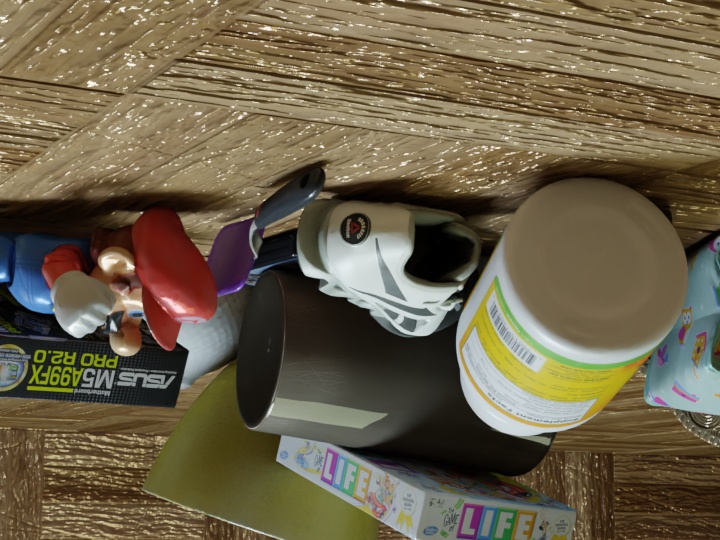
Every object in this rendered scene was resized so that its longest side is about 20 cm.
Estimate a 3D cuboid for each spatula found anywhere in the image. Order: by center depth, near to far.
[{"bbox_3d":[-0.060,-0.026,1.015,0.020,0.057,0.200,23,158,-13],"label":"spatula"}]

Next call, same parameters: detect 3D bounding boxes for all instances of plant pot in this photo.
[{"bbox_3d":[-0.062,0.143,1.362,0.198,0.143,0.200,19,172,3],"label":"plant pot"}]

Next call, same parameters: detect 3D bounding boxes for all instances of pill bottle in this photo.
[{"bbox_3d":[0.120,0.033,1.023,0.110,0.112,0.200,2,157,-8],"label":"pill bottle"}]

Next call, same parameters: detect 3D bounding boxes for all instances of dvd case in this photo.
[{"bbox_3d":[0.000,0.000,1.234,0.198,0.018,0.142,5,170,-32],"label":"dvd case"}]

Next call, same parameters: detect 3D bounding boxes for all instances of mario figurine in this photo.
[{"bbox_3d":[-0.187,0.018,1.053,0.198,0.124,0.107,5,129,13],"label":"mario figurine"}]

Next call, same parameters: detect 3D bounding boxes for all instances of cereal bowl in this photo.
[{"bbox_3d":[-0.184,0.054,1.374,0.198,0.084,0.200,0,171,0],"label":"cereal bowl"}]

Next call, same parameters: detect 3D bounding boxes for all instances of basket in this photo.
[{"bbox_3d":[0.021,0.068,1.193,0.198,0.138,0.180,8,-173,-21],"label":"basket"}]

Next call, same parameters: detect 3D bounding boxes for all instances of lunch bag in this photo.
[{"bbox_3d":[0.320,0.046,1.178,0.198,0.123,0.170,7,168,-4],"label":"lunch bag"}]

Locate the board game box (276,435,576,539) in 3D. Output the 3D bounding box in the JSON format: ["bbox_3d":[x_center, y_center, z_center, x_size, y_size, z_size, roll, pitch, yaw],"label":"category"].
[{"bbox_3d":[0.044,0.156,1.208,0.133,0.035,0.199,11,-176,-32],"label":"board game box"}]

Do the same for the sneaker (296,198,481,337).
[{"bbox_3d":[0.046,0.000,1.058,0.088,0.075,0.199,-2,171,28],"label":"sneaker"}]

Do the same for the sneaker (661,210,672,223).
[{"bbox_3d":[0.165,0.004,1.104,0.077,0.067,0.200,1,171,1],"label":"sneaker"}]

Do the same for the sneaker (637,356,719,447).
[{"bbox_3d":[0.274,0.077,1.341,0.112,0.072,0.200,7,-153,-50],"label":"sneaker"}]

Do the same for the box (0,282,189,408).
[{"bbox_3d":[-0.236,0.038,1.167,0.159,0.045,0.199,7,-167,-38],"label":"box"}]
